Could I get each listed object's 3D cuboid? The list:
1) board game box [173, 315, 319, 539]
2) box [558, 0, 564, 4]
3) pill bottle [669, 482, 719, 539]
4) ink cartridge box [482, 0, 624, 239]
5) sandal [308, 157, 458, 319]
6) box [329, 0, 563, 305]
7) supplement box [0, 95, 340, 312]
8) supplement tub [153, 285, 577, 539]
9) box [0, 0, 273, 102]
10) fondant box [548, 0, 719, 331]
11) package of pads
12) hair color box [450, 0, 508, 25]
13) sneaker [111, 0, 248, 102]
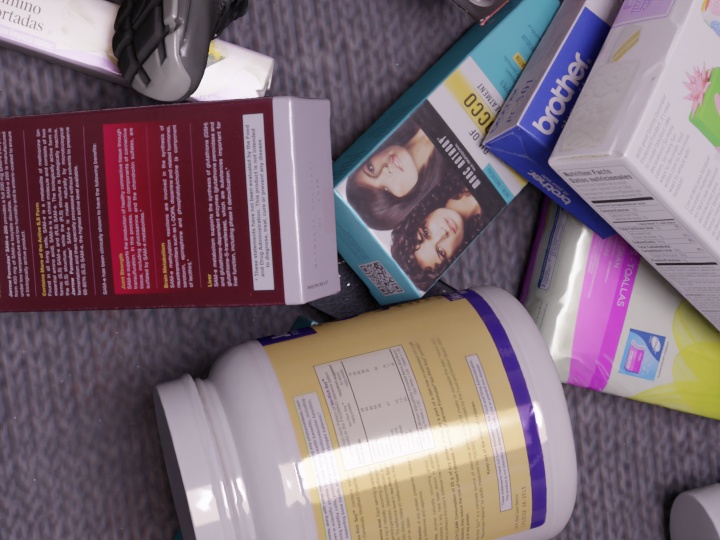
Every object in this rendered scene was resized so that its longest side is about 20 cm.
[{"bbox_3d":[-0.019,0.152,0.862,0.151,0.047,0.200,31,85,-13],"label":"board game box"},{"bbox_3d":[0.060,-0.229,0.865,0.200,0.039,0.042,35,84,-13],"label":"box"},{"bbox_3d":[0.306,0.161,0.909,0.199,0.112,0.112,-11,96,-13],"label":"pill bottle"},{"bbox_3d":[0.159,-0.127,0.836,0.094,0.044,0.200,37,67,-13],"label":"ink cartridge box"},{"bbox_3d":[0.000,0.001,0.867,0.076,0.043,0.200,-45,109,0],"label":"sandal"},{"bbox_3d":[0.060,-0.077,0.839,0.200,0.049,0.082,-47,106,-25],"label":"box"},{"bbox_3d":[-0.115,-0.034,0.773,0.199,0.061,0.109,-1,95,19],"label":"supplement box"},{"bbox_3d":[0.000,0.097,0.766,0.199,0.145,0.146,-13,96,-13],"label":"supplement tub"},{"bbox_3d":[-0.149,-0.132,0.811,0.199,0.041,0.039,17,88,-13],"label":"box"},{"bbox_3d":[0.209,-0.063,0.794,0.200,0.058,0.145,40,67,-32],"label":"fondant box"},{"bbox_3d":[0.204,0.009,0.899,0.199,0.068,0.155,14,91,-14],"label":"package of pads"},{"bbox_3d":[0.083,-0.250,0.820,0.101,0.061,0.200,35,60,-13],"label":"hair color box"},{"bbox_3d":[-0.084,-0.165,0.777,0.079,0.075,0.200,24,45,-29],"label":"sneaker"}]
